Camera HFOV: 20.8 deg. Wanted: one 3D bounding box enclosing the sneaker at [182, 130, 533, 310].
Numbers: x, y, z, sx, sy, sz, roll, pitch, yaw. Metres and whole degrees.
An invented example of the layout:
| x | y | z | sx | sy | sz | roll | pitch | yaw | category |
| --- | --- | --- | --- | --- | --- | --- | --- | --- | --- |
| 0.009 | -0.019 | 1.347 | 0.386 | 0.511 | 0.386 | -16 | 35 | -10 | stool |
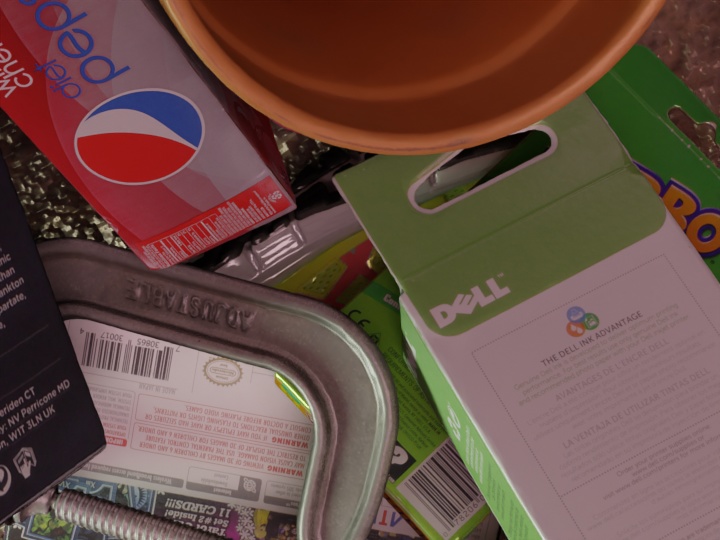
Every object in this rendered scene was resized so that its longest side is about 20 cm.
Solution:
| x | y | z | sx | sy | sz | roll | pitch | yaw | category |
| --- | --- | --- | --- | --- | --- | --- | --- | --- | --- |
| 0.000 | 0.000 | 0.833 | 0.200 | 0.078 | 0.090 | -27 | 110 | 8 | sneaker |

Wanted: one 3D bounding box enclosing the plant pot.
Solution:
| x | y | z | sx | sy | sz | roll | pitch | yaw | category |
| --- | --- | --- | --- | --- | --- | --- | --- | --- | --- |
| 0.002 | -0.154 | 0.679 | 0.200 | 0.140 | 0.200 | -7 | 111 | -19 | plant pot |

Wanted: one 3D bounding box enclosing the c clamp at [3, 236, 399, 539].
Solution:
| x | y | z | sx | sy | sz | roll | pitch | yaw | category |
| --- | --- | --- | --- | --- | --- | --- | --- | --- | --- |
| -0.067 | 0.081 | 0.744 | 0.200 | 0.027 | 0.171 | 21 | 107 | 13 | c clamp |

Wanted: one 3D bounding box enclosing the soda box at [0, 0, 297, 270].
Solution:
| x | y | z | sx | sy | sz | roll | pitch | yaw | category |
| --- | --- | --- | --- | --- | --- | --- | --- | --- | --- |
| -0.096 | -0.086 | 0.668 | 0.063 | 0.070 | 0.200 | -27 | 139 | 8 | soda box |

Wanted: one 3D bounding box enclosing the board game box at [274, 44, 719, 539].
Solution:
| x | y | z | sx | sy | sz | roll | pitch | yaw | category |
| --- | --- | --- | --- | --- | --- | --- | --- | --- | --- |
| 0.070 | 0.008 | 0.764 | 0.200 | 0.030 | 0.096 | -43 | 84 | -9 | board game box |

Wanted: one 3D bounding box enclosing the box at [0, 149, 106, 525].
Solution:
| x | y | z | sx | sy | sz | roll | pitch | yaw | category |
| --- | --- | --- | --- | --- | --- | --- | --- | --- | --- |
| -0.223 | 0.003 | 0.704 | 0.117 | 0.197 | 0.200 | -37 | 116 | -47 | box |

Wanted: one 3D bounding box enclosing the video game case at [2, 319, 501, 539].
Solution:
| x | y | z | sx | sy | sz | roll | pitch | yaw | category |
| --- | --- | --- | --- | --- | --- | --- | --- | --- | --- |
| -0.045 | 0.108 | 0.806 | 0.200 | 0.036 | 0.181 | 10 | 107 | -2 | video game case |

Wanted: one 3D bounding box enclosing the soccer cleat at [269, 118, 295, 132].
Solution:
| x | y | z | sx | sy | sz | roll | pitch | yaw | category |
| --- | --- | --- | --- | --- | --- | --- | --- | --- | --- |
| 0.045 | -0.120 | 0.815 | 0.200 | 0.086 | 0.070 | -25 | 118 | 21 | soccer cleat |

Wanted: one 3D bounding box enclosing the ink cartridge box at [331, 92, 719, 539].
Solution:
| x | y | z | sx | sy | sz | roll | pitch | yaw | category |
| --- | --- | --- | --- | --- | --- | --- | --- | --- | --- |
| 0.080 | 0.034 | 0.708 | 0.104 | 0.059 | 0.200 | -27 | 66 | -10 | ink cartridge box |
